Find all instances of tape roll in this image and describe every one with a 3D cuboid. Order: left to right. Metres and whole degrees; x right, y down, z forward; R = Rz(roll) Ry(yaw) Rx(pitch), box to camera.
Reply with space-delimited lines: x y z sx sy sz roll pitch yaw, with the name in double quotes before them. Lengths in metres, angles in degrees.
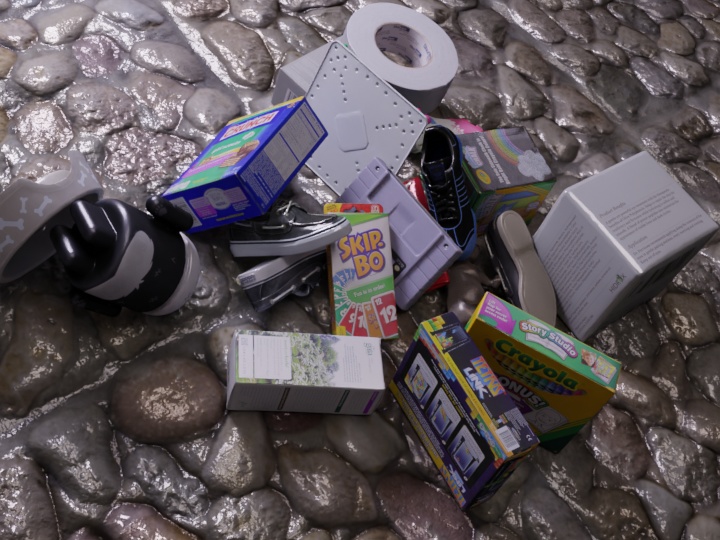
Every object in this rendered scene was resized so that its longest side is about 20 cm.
"tape roll" 0.061 -0.353 1.484 0.198 0.066 0.202 11 53 -14

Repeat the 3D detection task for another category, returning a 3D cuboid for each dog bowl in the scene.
"dog bowl" -0.412 -0.063 1.135 0.059 0.200 0.200 46 52 -2

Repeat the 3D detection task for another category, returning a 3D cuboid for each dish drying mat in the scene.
"dish drying mat" 0.079 -0.053 1.372 0.076 0.018 0.202 -20 55 12

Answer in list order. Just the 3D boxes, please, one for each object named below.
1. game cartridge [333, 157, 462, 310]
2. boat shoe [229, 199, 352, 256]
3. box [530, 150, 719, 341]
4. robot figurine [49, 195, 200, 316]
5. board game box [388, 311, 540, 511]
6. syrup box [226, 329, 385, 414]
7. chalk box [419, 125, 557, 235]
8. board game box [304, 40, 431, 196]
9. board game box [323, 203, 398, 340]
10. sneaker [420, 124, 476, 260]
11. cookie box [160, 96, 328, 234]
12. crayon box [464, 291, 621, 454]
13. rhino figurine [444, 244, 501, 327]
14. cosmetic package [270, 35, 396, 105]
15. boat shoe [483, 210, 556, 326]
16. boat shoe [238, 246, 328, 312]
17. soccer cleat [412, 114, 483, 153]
"game cartridge" 0.043 -0.054 1.322 0.200 0.130 0.038 50 14 21
"boat shoe" -0.107 -0.063 1.238 0.198 0.072 0.072 -7 16 27
"box" 0.389 -0.037 1.369 0.198 0.201 0.172 -25 67 -30
"robot figurine" -0.297 -0.017 1.140 0.200 0.149 0.126 30 56 -52
"board game box" 0.126 0.182 1.138 0.056 0.166 0.201 -18 62 -26
"syrup box" -0.072 0.135 1.163 0.198 0.082 0.079 5 55 -15
"chalk box" 0.187 -0.138 1.429 0.198 0.124 0.125 -11 59 -24
"board game box" -0.008 -0.217 1.380 0.200 0.201 0.026 44 36 16
"board game box" 0.000 0.000 1.272 0.095 0.030 0.202 -1 78 -21
"sneaker" 0.124 -0.116 1.315 0.078 0.069 0.202 10 70 -65
"cookie box" -0.167 -0.154 1.294 0.076 0.170 0.201 57 44 -26
"crayon box" 0.219 0.142 1.195 0.199 0.173 0.058 28 50 4
"rhino figurine" 0.163 0.019 1.343 0.086 0.060 0.202 8 51 -16
"cosmetic package" -0.044 -0.321 1.516 0.107 0.090 0.199 43 50 15
"boat shoe" 0.242 0.011 1.367 0.072 0.063 0.202 -13 82 -37
"boat shoe" -0.087 0.002 1.272 0.199 0.071 0.068 -30 101 -48
"soccer cleat" 0.118 -0.223 1.500 0.198 0.070 0.087 23 62 19
